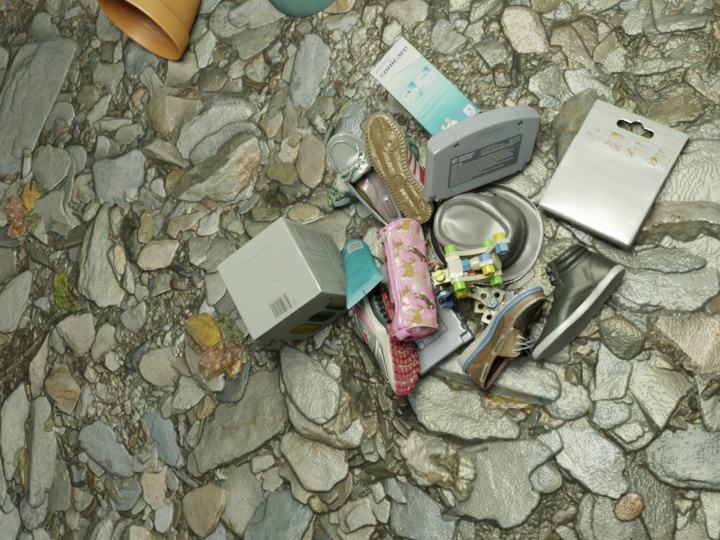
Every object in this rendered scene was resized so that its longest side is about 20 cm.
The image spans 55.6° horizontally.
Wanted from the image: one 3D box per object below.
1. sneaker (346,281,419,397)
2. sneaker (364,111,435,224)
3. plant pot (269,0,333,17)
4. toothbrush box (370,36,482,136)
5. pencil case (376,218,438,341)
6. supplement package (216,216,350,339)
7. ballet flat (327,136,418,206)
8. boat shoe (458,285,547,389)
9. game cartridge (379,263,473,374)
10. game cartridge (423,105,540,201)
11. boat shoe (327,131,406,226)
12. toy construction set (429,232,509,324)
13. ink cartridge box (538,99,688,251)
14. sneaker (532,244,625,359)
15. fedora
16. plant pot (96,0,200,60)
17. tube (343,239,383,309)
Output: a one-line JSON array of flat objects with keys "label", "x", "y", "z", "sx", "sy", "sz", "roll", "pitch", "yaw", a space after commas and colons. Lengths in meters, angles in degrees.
[{"label": "sneaker", "x": 0.039, "y": 0.119, "z": 1.162, "sx": 0.074, "sy": 0.080, "sz": 0.201, "roll": -31, "pitch": 65, "yaw": 32}, {"label": "sneaker", "x": 0.076, "y": -0.186, "z": 1.190, "sx": 0.071, "sy": 0.113, "sz": 0.201, "roll": -21, "pitch": 103, "yaw": 24}, {"label": "plant pot", "x": -0.134, "y": -0.619, "z": 1.329, "sx": 0.198, "sy": 0.135, "sz": 0.202, "roll": -2, "pitch": 84, "yaw": 23}, {"label": "toothbrush box", "x": 0.128, "y": -0.286, "z": 1.179, "sx": 0.085, "sy": 0.146, "sz": 0.200, "roll": -46, "pitch": 69, "yaw": 12}, {"label": "pencil case", "x": 0.077, "y": 0.018, "z": 1.134, "sx": 0.086, "sy": 0.083, "sz": 0.202, "roll": -5, "pitch": 70, "yaw": -10}, {"label": "supplement package", "x": -0.117, "y": 0.022, "z": 1.217, "sx": 0.151, "sy": 0.200, "sz": 0.151, "roll": -35, "pitch": 73, "yaw": 16}, {"label": "ballet flat", "x": 0.010, "y": -0.189, "z": 1.258, "sx": 0.199, "sy": 0.074, "sz": 0.075, "roll": -31, "pitch": 74, "yaw": 15}, {"label": "boat shoe", "x": 0.244, "y": 0.112, "z": 1.112, "sx": 0.073, "sy": 0.072, "sz": 0.201, "roll": 55, "pitch": 126, "yaw": 33}, {"label": "game cartridge", "x": 0.092, "y": 0.074, "z": 1.207, "sx": 0.133, "sy": 0.041, "sz": 0.201, "roll": -37, "pitch": 72, "yaw": 11}, {"label": "game cartridge", "x": 0.194, "y": -0.193, "z": 1.106, "sx": 0.199, "sy": 0.134, "sz": 0.041, "roll": -21, "pitch": 58, "yaw": -15}, {"label": "boat shoe", "x": 0.016, "y": -0.155, "z": 1.204, "sx": 0.074, "sy": 0.065, "sz": 0.202, "roll": -31, "pitch": 109, "yaw": 17}, {"label": "toy construction set", "x": 0.183, "y": 0.016, "z": 1.103, "sx": 0.130, "sy": 0.200, "sz": 0.093, "roll": -16, "pitch": 56, "yaw": 8}, {"label": "ink cartridge box", "x": 0.407, "y": -0.155, "z": 1.111, "sx": 0.162, "sy": 0.050, "sz": 0.201, "roll": 29, "pitch": 87, "yaw": 23}, {"label": "sneaker", "x": 0.326, "y": 0.047, "z": 1.109, "sx": 0.099, "sy": 0.071, "sz": 0.201, "roll": 45, "pitch": 105, "yaw": 31}, {"label": "fedora", "x": 0.203, "y": -0.069, "z": 1.154, "sx": 0.199, "sy": 0.090, "sz": 0.178, "roll": 24, "pitch": 94, "yaw": 23}, {"label": "plant pot", "x": -0.423, "y": -0.559, "z": 1.423, "sx": 0.199, "sy": 0.200, "sz": 0.141, "roll": 26, "pitch": 78, "yaw": 23}, {"label": "tube", "x": 0.000, "y": 0.000, "z": 1.178, "sx": 0.050, "sy": 0.200, "sz": 0.077, "roll": 40, "pitch": 103, "yaw": -17}]
